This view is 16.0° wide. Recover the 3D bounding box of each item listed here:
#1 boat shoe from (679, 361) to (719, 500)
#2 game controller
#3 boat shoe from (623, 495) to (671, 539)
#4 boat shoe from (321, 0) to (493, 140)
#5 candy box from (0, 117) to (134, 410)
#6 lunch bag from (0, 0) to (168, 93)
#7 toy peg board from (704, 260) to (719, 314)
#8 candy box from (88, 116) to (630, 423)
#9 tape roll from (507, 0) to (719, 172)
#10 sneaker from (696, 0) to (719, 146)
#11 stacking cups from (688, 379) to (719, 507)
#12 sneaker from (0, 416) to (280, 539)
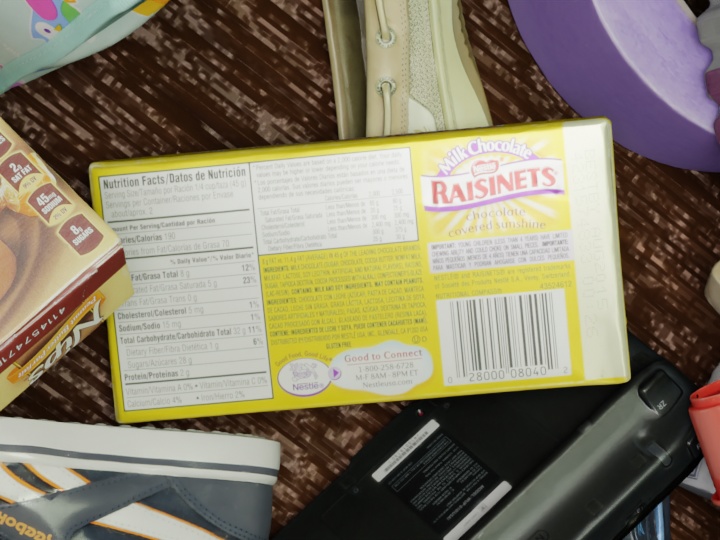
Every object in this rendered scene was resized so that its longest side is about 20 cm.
[{"bbox_3d":[0.228,0.093,1.067,0.200,0.074,0.066,22,86,-16],"label":"boat shoe"},{"bbox_3d":[0.042,0.094,1.001,0.200,0.104,0.042,-42,136,-13],"label":"game controller"},{"bbox_3d":[0.125,0.164,1.025,0.068,0.084,0.201,-17,95,-4],"label":"boat shoe"},{"bbox_3d":[0.001,-0.104,1.007,0.063,0.073,0.201,-18,103,-14],"label":"boat shoe"},{"bbox_3d":[-0.189,-0.030,0.910,0.115,0.055,0.200,-42,74,-15],"label":"candy box"},{"bbox_3d":[-0.128,-0.155,0.899,0.122,0.200,0.171,-34,97,-15],"label":"lunch bag"},{"bbox_3d":[0.267,0.045,1.025,0.200,0.098,0.199,-32,66,-22],"label":"toy peg board"},{"bbox_3d":[0.000,0.000,0.983,0.199,0.026,0.103,-5,95,4],"label":"candy box"},{"bbox_3d":[0.163,-0.142,1.050,0.199,0.085,0.201,0,89,-17],"label":"tape roll"},{"bbox_3d":[0.166,-0.133,0.971,0.088,0.080,0.201,-20,100,-22],"label":"sneaker"},{"bbox_3d":[0.179,0.134,0.978,0.060,0.060,0.200,-19,93,-17],"label":"stacking cups"},{"bbox_3d":[-0.128,0.092,0.953,0.199,0.078,0.080,7,85,-16],"label":"sneaker"}]
